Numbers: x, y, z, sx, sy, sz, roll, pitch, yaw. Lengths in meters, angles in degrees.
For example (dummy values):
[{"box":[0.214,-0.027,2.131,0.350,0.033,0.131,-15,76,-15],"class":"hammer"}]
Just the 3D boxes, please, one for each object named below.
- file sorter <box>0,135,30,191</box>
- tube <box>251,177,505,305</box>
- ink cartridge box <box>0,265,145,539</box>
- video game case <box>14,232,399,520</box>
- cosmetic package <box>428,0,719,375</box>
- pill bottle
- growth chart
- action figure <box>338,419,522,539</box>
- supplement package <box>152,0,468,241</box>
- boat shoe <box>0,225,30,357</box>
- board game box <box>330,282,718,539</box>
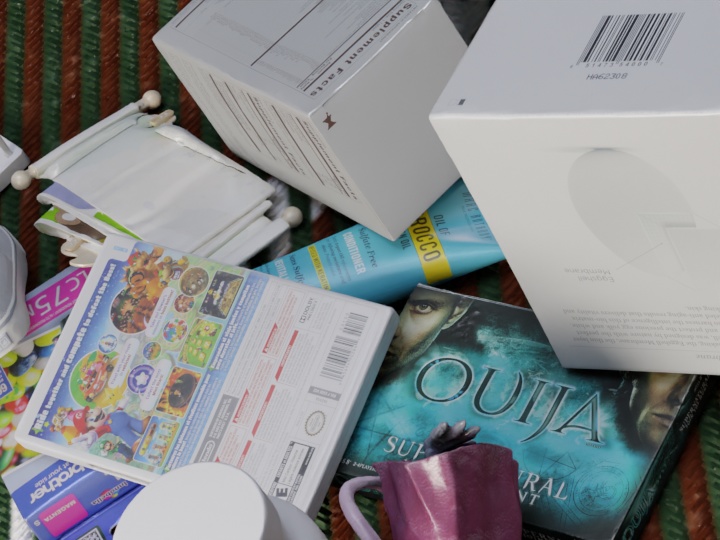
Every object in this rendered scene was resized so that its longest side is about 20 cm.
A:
[{"box":[-0.354,-0.068,1.855,0.200,0.125,0.139,-46,49,-15],"class":"file sorter"},{"box":[0.000,0.000,1.689,0.199,0.050,0.078,-23,53,1],"class":"tube"},{"box":[-0.172,0.087,1.701,0.119,0.042,0.200,-33,48,-2],"class":"ink cartridge box"},{"box":[-0.092,0.064,1.637,0.199,0.018,0.144,15,70,25],"class":"video game case"},{"box":[0.178,-0.052,1.488,0.199,0.200,0.123,2,46,35],"class":"cosmetic package"},{"box":[-0.052,0.188,1.448,0.112,0.200,0.113,-13,49,15],"class":"pill bottle"},{"box":[-0.136,-0.043,1.778,0.144,0.018,0.200,-30,45,-24],"class":"growth chart"},{"box":[0.046,0.186,1.458,0.149,0.134,0.201,-18,70,39],"class":"action figure"},{"box":[-0.019,-0.117,1.718,0.114,0.110,0.200,-43,35,-11],"class":"supplement package"},{"box":[-0.257,-0.002,1.757,0.072,0.069,0.200,-29,24,6],"class":"boat shoe"},{"box":[0.088,0.085,1.584,0.199,0.028,0.136,13,60,33],"class":"board game box"}]
